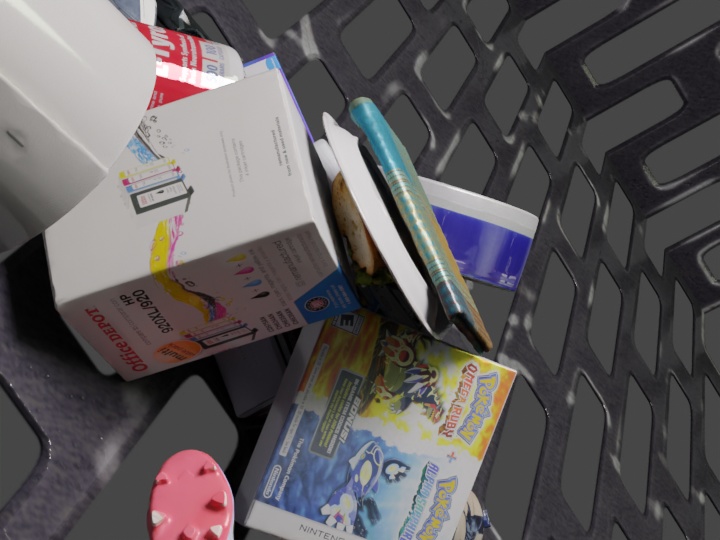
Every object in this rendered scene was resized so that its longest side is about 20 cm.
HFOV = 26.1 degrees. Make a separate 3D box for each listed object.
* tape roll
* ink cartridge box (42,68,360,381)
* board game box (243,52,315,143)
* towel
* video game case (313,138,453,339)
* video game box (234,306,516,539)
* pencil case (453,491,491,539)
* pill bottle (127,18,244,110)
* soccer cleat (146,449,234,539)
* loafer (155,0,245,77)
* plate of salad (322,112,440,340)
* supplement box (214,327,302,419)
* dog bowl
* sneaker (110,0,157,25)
[{"bbox_3d":[-0.256,-0.128,1.043,0.139,0.203,0.203,45,26,-37],"label":"tape roll"},{"bbox_3d":[-0.124,-0.030,1.182,0.147,0.200,0.145,63,11,-59],"label":"ink cartridge box"},{"bbox_3d":[-0.074,-0.113,1.546,0.200,0.045,0.135,88,-21,-74],"label":"board game box"},{"bbox_3d":[0.050,-0.034,1.261,0.200,0.022,0.147,67,8,20],"label":"towel"},{"bbox_3d":[0.000,0.000,1.401,0.200,0.024,0.182,55,-21,11],"label":"video game case"},{"bbox_3d":[0.013,0.142,1.276,0.182,0.200,0.047,23,-3,-25],"label":"video game box"},{"bbox_3d":[0.053,0.245,1.453,0.089,0.078,0.200,52,17,18],"label":"pencil case"},{"bbox_3d":[-0.202,-0.147,1.233,0.200,0.112,0.112,12,45,-25],"label":"pill bottle"},{"bbox_3d":[-0.112,0.226,1.137,0.076,0.067,0.200,85,-12,-52],"label":"soccer cleat"},{"bbox_3d":[-0.155,-0.178,1.389,0.073,0.072,0.200,48,1,-42],"label":"loafer"},{"bbox_3d":[0.009,-0.031,1.222,0.200,0.048,0.200,61,7,-13],"label":"plate of salad"},{"bbox_3d":[-0.059,0.080,1.429,0.200,0.061,0.109,15,48,-61],"label":"supplement box"},{"bbox_3d":[0.070,-0.043,1.542,0.200,0.200,0.079,17,91,-62],"label":"dog bowl"},{"bbox_3d":[-0.247,-0.182,1.323,0.146,0.077,0.202,27,46,-42],"label":"sneaker"}]
